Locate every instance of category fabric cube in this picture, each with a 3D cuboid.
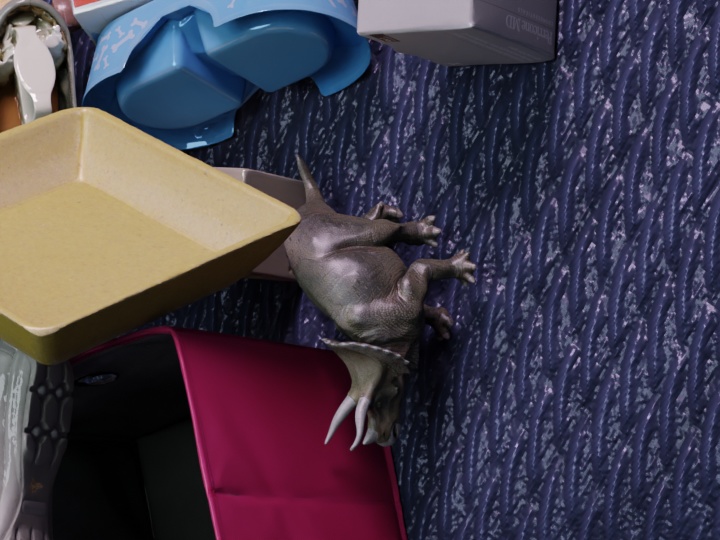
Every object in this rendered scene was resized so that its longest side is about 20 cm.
[{"bbox_3d":[-0.104,0.158,1.386,0.195,0.199,0.202,-22,73,31],"label":"fabric cube"}]

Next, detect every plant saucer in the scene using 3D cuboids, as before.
[{"bbox_3d":[-0.168,-0.016,1.338,0.199,0.199,0.049,27,128,36],"label":"plant saucer"}]

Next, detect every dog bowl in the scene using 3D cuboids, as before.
[{"bbox_3d":[-0.086,-0.137,1.468,0.199,0.111,0.050,-21,60,30],"label":"dog bowl"}]

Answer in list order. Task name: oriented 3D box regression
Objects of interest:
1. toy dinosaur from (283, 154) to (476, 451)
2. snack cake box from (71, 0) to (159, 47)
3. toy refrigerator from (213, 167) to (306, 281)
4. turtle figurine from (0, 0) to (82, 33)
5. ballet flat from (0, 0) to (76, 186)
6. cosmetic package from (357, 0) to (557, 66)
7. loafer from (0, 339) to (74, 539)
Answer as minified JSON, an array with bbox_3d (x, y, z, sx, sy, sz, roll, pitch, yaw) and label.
[{"bbox_3d":[0.000,0.000,1.387,0.201,0.102,0.077,63,144,21],"label":"toy dinosaur"},{"bbox_3d":[-0.140,-0.256,1.512,0.114,0.067,0.202,-13,73,6],"label":"snack cake box"},{"bbox_3d":[-0.134,-0.029,1.503,0.199,0.076,0.071,4,87,34],"label":"toy refrigerator"},{"bbox_3d":[-0.233,-0.159,1.552,0.160,0.065,0.201,-26,65,-10],"label":"turtle figurine"},{"bbox_3d":[-0.203,-0.074,1.462,0.064,0.067,0.202,140,124,-67],"label":"ballet flat"},{"bbox_3d":[0.062,-0.226,1.376,0.090,0.107,0.202,-3,84,33],"label":"cosmetic package"},{"bbox_3d":[-0.209,0.135,1.300,0.069,0.070,0.202,4,77,28],"label":"loafer"}]
